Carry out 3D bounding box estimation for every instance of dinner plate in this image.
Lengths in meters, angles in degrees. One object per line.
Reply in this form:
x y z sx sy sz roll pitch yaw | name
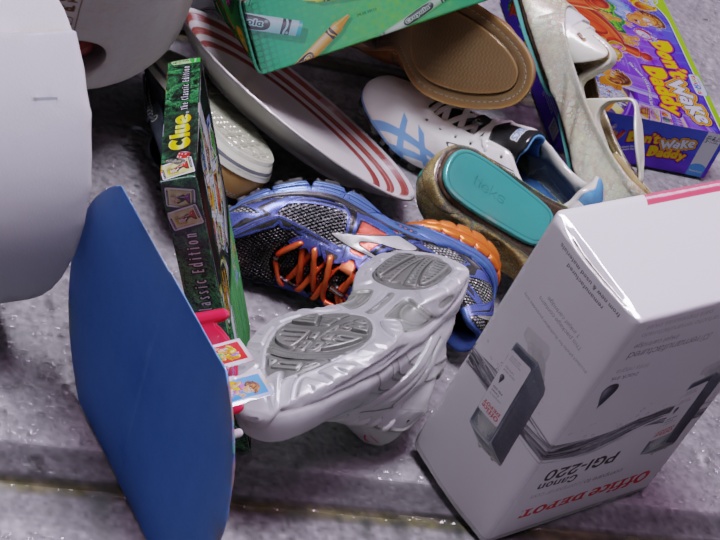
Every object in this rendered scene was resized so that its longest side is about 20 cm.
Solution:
-0.046 -0.106 1.230 0.200 0.024 0.200 37 11 -8 | dinner plate

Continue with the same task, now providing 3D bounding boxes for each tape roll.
-0.224 -0.079 1.006 0.071 0.203 0.203 -7 48 -36 | tape roll

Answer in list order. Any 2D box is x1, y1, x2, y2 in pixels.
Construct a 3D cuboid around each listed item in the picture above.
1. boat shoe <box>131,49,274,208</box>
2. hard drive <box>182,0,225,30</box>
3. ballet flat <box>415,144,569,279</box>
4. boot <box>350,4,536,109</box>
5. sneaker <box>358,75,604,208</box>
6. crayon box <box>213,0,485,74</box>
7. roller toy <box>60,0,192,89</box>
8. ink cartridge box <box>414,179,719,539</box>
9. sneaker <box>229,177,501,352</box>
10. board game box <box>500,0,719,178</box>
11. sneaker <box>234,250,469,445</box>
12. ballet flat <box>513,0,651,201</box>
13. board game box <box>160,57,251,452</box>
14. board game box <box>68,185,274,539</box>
-0.111 -0.092 1.200 0.074 0.062 0.200 24 19 -30 | boat shoe
-0.163 -0.242 1.285 0.199 0.140 0.038 9 40 -21 | hard drive
0.121 -0.013 1.226 0.200 0.071 0.071 34 36 -10 | ballet flat
0.075 -0.169 1.339 0.200 0.074 0.155 28 16 31 | boot
0.088 -0.088 1.295 0.200 0.073 0.072 35 40 17 | sneaker
0.002 -0.208 1.247 0.199 0.058 0.119 -19 32 -9 | crayon box
-0.180 -0.215 1.119 0.182 0.140 0.200 -34 75 -33 | roller toy
0.139 0.053 1.050 0.145 0.200 0.085 -11 55 -38 | ink cartridge box
0.000 0.000 1.144 0.199 0.075 0.079 10 43 -16 | sneaker
0.199 -0.164 1.470 0.134 0.045 0.200 9 40 -20 | board game box
0.001 0.064 1.043 0.078 0.100 0.200 15 28 32 | sneaker
0.167 -0.129 1.329 0.067 0.062 0.201 -7 79 -67 | ballet flat
-0.083 -0.005 1.006 0.023 0.200 0.105 -7 41 0 | board game box
-0.096 0.055 0.950 0.039 0.158 0.200 -10 48 -29 | board game box
